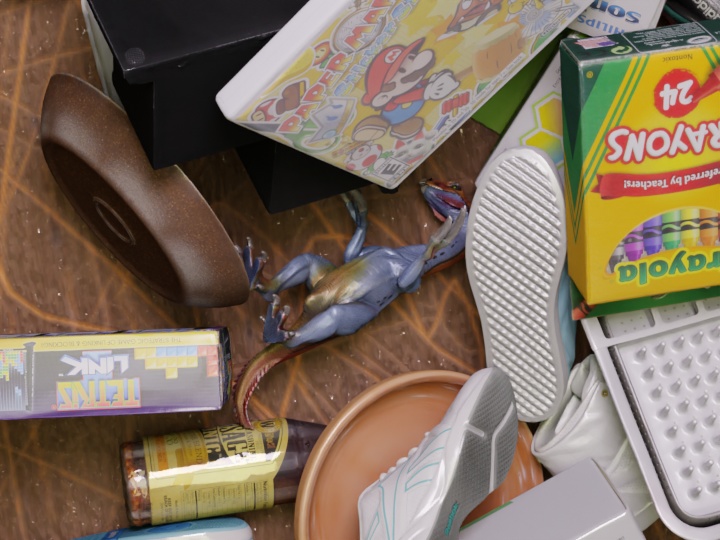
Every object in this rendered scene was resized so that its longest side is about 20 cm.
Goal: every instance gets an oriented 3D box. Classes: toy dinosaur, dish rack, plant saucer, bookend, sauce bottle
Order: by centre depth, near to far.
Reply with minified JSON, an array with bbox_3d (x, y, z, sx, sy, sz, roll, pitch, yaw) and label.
[{"bbox_3d":[-0.069,-0.117,1.085,0.198,0.200,0.092,-18,59,-18],"label":"bookend"},{"bbox_3d":[-0.155,-0.043,1.161,0.037,0.200,0.201,-42,92,-18],"label":"plant saucer"},{"bbox_3d":[0.250,0.081,1.183,0.171,0.044,0.201,-14,69,-13],"label":"dish rack"},{"bbox_3d":[0.039,0.168,1.219,0.199,0.037,0.201,-4,98,-27],"label":"plant saucer"},{"bbox_3d":[0.000,0.000,1.229,0.181,0.201,0.105,-7,49,-36],"label":"toy dinosaur"},{"bbox_3d":[-0.072,0.138,1.234,0.199,0.066,0.066,-8,91,-12],"label":"sauce bottle"}]

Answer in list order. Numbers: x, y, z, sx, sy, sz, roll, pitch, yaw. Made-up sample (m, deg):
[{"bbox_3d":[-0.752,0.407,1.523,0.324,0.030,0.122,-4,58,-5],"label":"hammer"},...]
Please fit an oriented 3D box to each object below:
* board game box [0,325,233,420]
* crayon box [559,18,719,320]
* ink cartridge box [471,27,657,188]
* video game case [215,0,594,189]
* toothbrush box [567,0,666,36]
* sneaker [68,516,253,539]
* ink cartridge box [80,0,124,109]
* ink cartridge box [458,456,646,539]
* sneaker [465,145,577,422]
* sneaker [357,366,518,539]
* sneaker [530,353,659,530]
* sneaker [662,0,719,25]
[{"bbox_3d":[-0.190,0.070,1.179,0.199,0.165,0.057,-2,90,-1],"label":"board game box"},{"bbox_3d":[0.199,-0.056,1.115,0.126,0.051,0.201,-9,116,-6],"label":"crayon box"},{"bbox_3d":[0.120,-0.125,1.199,0.199,0.076,0.148,31,129,-1],"label":"ink cartridge box"},{"bbox_3d":[0.037,-0.139,1.025,0.200,0.182,0.023,-42,60,19],"label":"video game case"},{"bbox_3d":[0.157,-0.259,1.153,0.145,0.086,0.201,21,53,7],"label":"toothbrush box"},{"bbox_3d":[-0.162,0.251,1.226,0.199,0.080,0.131,-13,89,8],"label":"sneaker"},{"bbox_3d":[-0.087,-0.184,1.179,0.199,0.146,0.088,-12,57,-5],"label":"ink cartridge box"},{"bbox_3d":[0.150,0.256,1.201,0.145,0.084,0.201,-28,114,-1],"label":"ink cartridge box"},{"bbox_3d":[0.115,0.001,1.206,0.073,0.082,0.201,4,114,12],"label":"sneaker"},{"bbox_3d":[0.042,0.146,1.154,0.071,0.080,0.201,53,55,-40],"label":"sneaker"},{"bbox_3d":[0.215,0.090,1.229,0.200,0.074,0.116,-43,108,0],"label":"sneaker"},{"bbox_3d":[0.210,-0.232,1.232,0.200,0.080,0.072,37,89,-1],"label":"sneaker"}]
